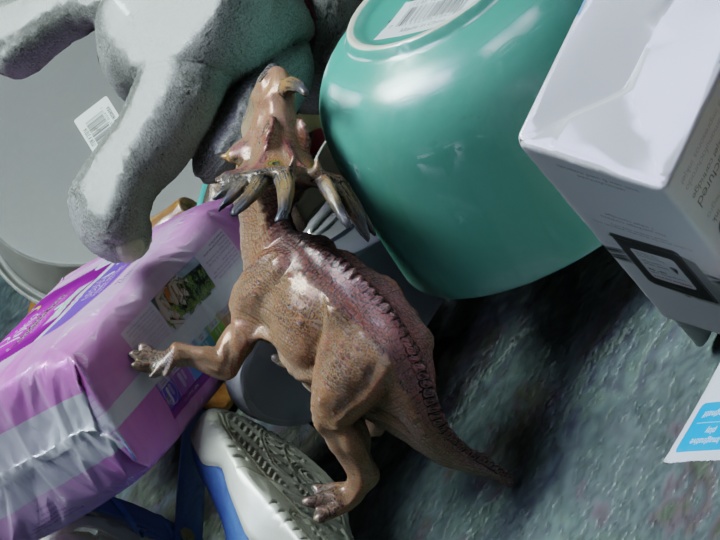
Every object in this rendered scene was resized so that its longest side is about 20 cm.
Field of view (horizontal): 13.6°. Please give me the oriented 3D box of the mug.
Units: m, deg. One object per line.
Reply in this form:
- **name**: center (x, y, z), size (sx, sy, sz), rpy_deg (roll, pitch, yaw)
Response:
- **mug**: center (0.071, -0.087, 1.337), size (0.185, 0.115, 0.152), rpy_deg (-33, 24, 0)

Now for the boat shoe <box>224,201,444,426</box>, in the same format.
- **boat shoe**: center (0.000, 0.000, 1.437), size (0.200, 0.074, 0.065), rpy_deg (-40, 29, -28)

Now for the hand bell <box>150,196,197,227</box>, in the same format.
- **hand bell**: center (-0.139, 0.037, 1.554), size (0.200, 0.104, 0.104), rpy_deg (-50, 23, 30)

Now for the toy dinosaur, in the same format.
- **toy dinosaur**: center (-0.010, 0.018, 1.301), size (0.086, 0.200, 0.136), rpy_deg (-32, -22, -48)

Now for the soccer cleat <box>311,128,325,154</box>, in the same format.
- **soccer cleat**: center (0.010, -0.102, 1.640), size (0.076, 0.067, 0.200), rpy_deg (-36, 4, -28)

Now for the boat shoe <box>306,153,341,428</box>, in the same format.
- **boat shoe**: center (-0.010, 0.021, 1.514), size (0.071, 0.061, 0.202), rpy_deg (-15, 37, 7)

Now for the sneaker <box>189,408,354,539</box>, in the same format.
- **sneaker**: center (-0.043, 0.156, 1.328), size (0.111, 0.077, 0.200), rpy_deg (-53, 48, 15)

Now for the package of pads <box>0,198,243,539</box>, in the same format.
- **package of pads**: center (-0.123, 0.050, 1.410), size (0.120, 0.076, 0.200), rpy_deg (-26, 13, 28)

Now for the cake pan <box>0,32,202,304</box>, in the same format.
- **cake pan**: center (-0.130, -0.072, 1.639), size (0.199, 0.037, 0.201), rpy_deg (-12, 60, 21)

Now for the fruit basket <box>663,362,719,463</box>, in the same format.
- **fruit basket**: center (0.193, -0.021, 1.035), size (0.200, 0.094, 0.185), rpy_deg (-53, 18, -19)

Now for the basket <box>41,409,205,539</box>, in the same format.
- **basket**: center (-0.136, 0.175, 1.472), size (0.176, 0.139, 0.201), rpy_deg (-43, 33, 29)

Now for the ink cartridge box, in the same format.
- **ink cartridge box**: center (0.146, -0.047, 1.148), size (0.066, 0.200, 0.116), rpy_deg (18, 76, 33)

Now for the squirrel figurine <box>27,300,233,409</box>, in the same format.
- **squirrel figurine**: center (-0.118, -0.004, 1.685), size (0.200, 0.141, 0.187), rpy_deg (-51, 29, 28)

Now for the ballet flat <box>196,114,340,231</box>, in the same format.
- **ballet flat**: center (-0.034, -0.082, 1.549), size (0.067, 0.068, 0.201), rpy_deg (-7, 51, 20)

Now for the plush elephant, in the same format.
- **plush elephant**: center (-0.059, -0.103, 1.433), size (0.200, 0.155, 0.165), rpy_deg (-48, 54, 9)
